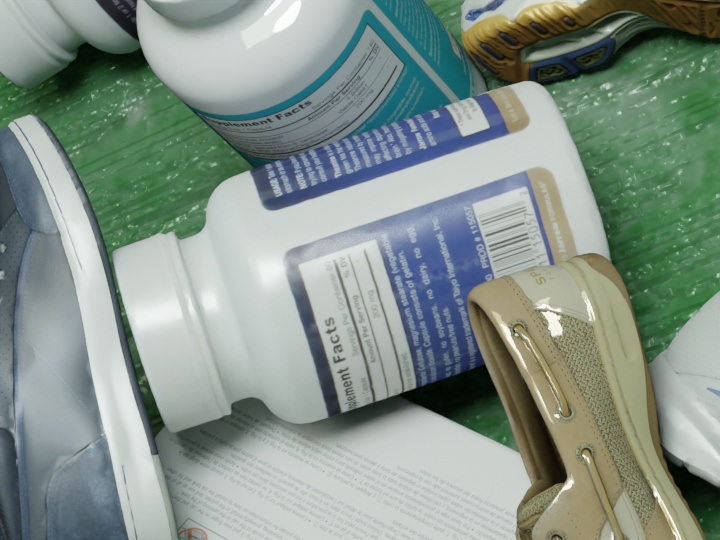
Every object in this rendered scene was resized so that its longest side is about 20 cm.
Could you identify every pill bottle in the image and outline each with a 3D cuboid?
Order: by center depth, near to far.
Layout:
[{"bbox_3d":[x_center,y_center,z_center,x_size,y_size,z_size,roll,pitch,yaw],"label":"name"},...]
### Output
[{"bbox_3d":[0.000,0.000,1.029,0.199,0.111,0.111,-18,56,-3],"label":"pill bottle"},{"bbox_3d":[-0.027,-0.102,1.073,0.110,0.200,0.112,-13,60,23],"label":"pill bottle"},{"bbox_3d":[-0.111,-0.180,1.214,0.199,0.111,0.112,-33,55,11],"label":"pill bottle"}]

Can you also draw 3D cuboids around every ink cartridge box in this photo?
[{"bbox_3d":[-0.024,0.129,1.023,0.199,0.045,0.176,24,60,36],"label":"ink cartridge box"}]

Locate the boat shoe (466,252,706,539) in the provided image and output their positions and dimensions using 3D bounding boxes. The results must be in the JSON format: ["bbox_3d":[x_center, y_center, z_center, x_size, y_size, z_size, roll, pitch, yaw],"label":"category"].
[{"bbox_3d":[0.090,0.097,0.949,0.064,0.071,0.201,-13,81,-17],"label":"boat shoe"}]

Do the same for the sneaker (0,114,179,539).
[{"bbox_3d":[-0.169,0.040,1.008,0.145,0.077,0.204,-13,75,-9],"label":"sneaker"}]

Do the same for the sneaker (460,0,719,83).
[{"bbox_3d":[0.135,-0.152,1.086,0.199,0.075,0.089,-10,62,24],"label":"sneaker"}]

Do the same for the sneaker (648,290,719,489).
[{"bbox_3d":[0.186,0.075,0.934,0.200,0.074,0.087,45,111,35],"label":"sneaker"}]
